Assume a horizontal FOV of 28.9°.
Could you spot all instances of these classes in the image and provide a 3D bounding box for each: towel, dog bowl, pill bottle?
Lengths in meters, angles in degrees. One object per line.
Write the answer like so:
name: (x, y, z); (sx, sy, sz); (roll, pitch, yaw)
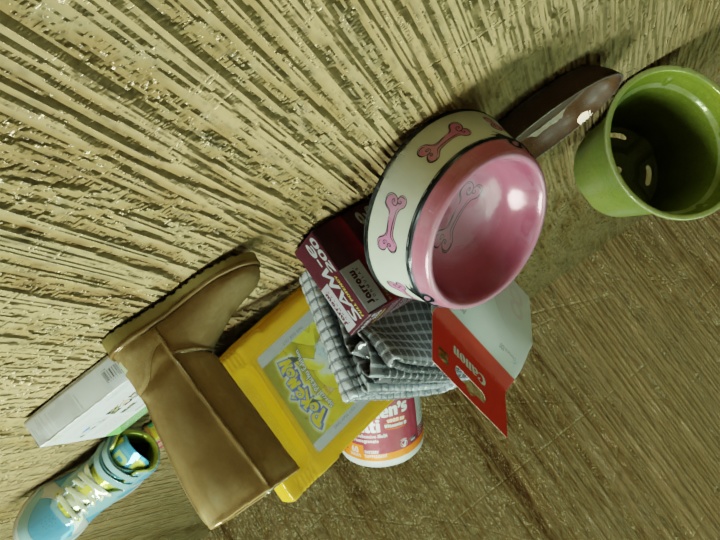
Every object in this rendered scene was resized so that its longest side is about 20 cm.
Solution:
towel: (0.039, 0.054, 1.571); (0.085, 0.166, 0.200); (-33, 158, 33)
dog bowl: (0.101, -0.051, 1.361); (0.200, 0.074, 0.201); (-26, 131, -34)
pill bottle: (0.017, 0.133, 1.725); (0.109, 0.109, 0.201); (-29, 125, -34)

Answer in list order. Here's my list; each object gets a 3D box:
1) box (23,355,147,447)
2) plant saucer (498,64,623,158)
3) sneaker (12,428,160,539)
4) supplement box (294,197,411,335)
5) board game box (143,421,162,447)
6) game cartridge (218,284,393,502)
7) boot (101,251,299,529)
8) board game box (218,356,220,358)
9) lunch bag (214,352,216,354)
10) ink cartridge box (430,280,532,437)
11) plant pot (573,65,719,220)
box: (-0.241, 0.121, 1.437); (0.144, 0.036, 0.200); (-37, 169, 8)
plant saucer: (0.205, -0.168, 1.571); (0.200, 0.035, 0.200); (-34, 169, -7)
sneaker: (-0.323, 0.255, 1.670); (0.200, 0.080, 0.131); (-40, 177, -39)
supplement box: (0.044, -0.029, 1.466); (0.200, 0.109, 0.061); (-31, 171, -30)
board game box: (-0.199, 0.173, 1.848); (0.200, 0.030, 0.096); (-34, 171, -20)
game cartridge: (-0.063, 0.128, 1.561); (0.032, 0.177, 0.200); (-17, -159, 49)
boot: (-0.119, 0.108, 1.291); (0.175, 0.200, 0.066); (-34, 170, -6)
board game box: (-0.116, 0.155, 1.590); (0.199, 0.135, 0.029); (-16, 180, -22)
lunch bag: (-0.140, 0.165, 1.701); (0.200, 0.128, 0.170); (-33, 170, -16)
ink cartridge box: (0.138, 0.062, 1.576); (0.057, 0.163, 0.200); (-29, -143, 21)
plant pot: (0.379, -0.150, 1.860); (0.200, 0.201, 0.184); (-32, -179, -17)
